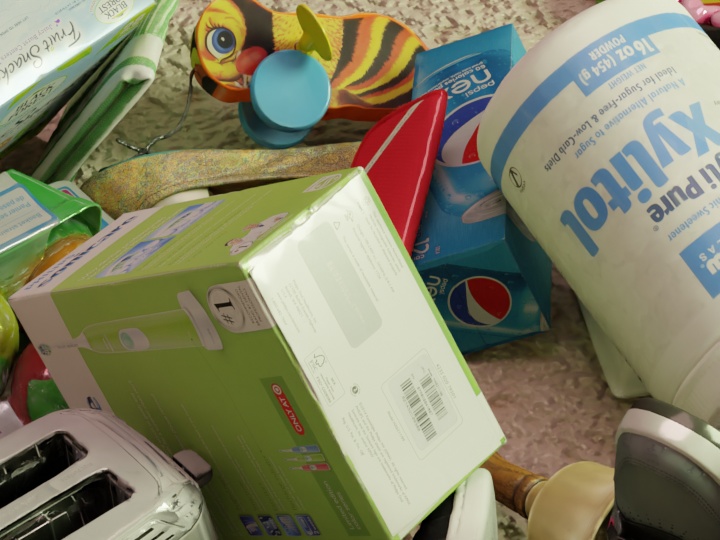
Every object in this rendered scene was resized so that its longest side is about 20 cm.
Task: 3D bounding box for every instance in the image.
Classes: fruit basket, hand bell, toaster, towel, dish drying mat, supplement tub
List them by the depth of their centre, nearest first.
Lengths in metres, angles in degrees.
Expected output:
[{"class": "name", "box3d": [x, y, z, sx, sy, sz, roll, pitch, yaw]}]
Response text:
[{"class": "toaster", "box3d": [-0.145, 0.154, 1.051, 0.199, 0.130, 0.113, -30, 43, -26]}, {"class": "hand bell", "box3d": [0.078, 0.106, 1.132, 0.104, 0.105, 0.199, -30, 30, -26]}, {"class": "supplement tub", "box3d": [0.160, -0.025, 1.174, 0.131, 0.132, 0.201, -26, 64, -22]}, {"class": "fruit basket", "box3d": [-0.161, 0.036, 1.230, 0.185, 0.094, 0.200, -29, 50, -33]}, {"class": "dish drying mat", "box3d": [0.000, 0.000, 1.231, 0.077, 0.018, 0.201, -24, 41, 49]}, {"class": "towel", "box3d": [-0.126, -0.149, 1.411, 0.023, 0.153, 0.201, 31, 51, -13]}]

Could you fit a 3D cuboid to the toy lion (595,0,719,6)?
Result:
[{"class": "toy lion", "box3d": [0.213, -0.208, 1.509, 0.199, 0.069, 0.191, 29, 58, 37]}]

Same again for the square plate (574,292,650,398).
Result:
[{"class": "square plate", "box3d": [0.207, -0.019, 1.292, 0.196, 0.029, 0.201, -10, 38, -5]}]

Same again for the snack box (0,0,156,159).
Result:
[{"class": "snack box", "box3d": [-0.224, -0.094, 1.331, 0.168, 0.200, 0.068, -39, 91, -32]}]

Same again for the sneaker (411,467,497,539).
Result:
[{"class": "sneaker", "box3d": [-0.003, 0.169, 1.031, 0.111, 0.073, 0.201, 2, 53, 12]}]

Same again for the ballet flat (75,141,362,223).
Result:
[{"class": "ballet flat", "box3d": [-0.061, -0.032, 1.323, 0.198, 0.071, 0.071, -6, 38, 0]}]

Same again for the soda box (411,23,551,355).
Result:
[{"class": "soda box", "box3d": [0.065, -0.046, 1.305, 0.064, 0.068, 0.201, -17, 36, 17]}]

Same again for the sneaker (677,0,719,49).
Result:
[{"class": "sneaker", "box3d": [0.210, -0.107, 1.348, 0.199, 0.079, 0.095, 4, 42, 51]}]

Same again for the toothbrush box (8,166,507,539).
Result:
[{"class": "toothbrush box", "box3d": [-0.051, 0.045, 1.097, 0.086, 0.146, 0.199, -39, 18, -35]}]

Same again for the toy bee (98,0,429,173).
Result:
[{"class": "toy bee", "box3d": [-0.054, -0.128, 1.388, 0.199, 0.110, 0.131, -8, -6, -33]}]

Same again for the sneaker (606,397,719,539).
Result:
[{"class": "sneaker", "box3d": [0.116, 0.149, 0.975, 0.083, 0.201, 0.121, 23, 62, 33]}]
